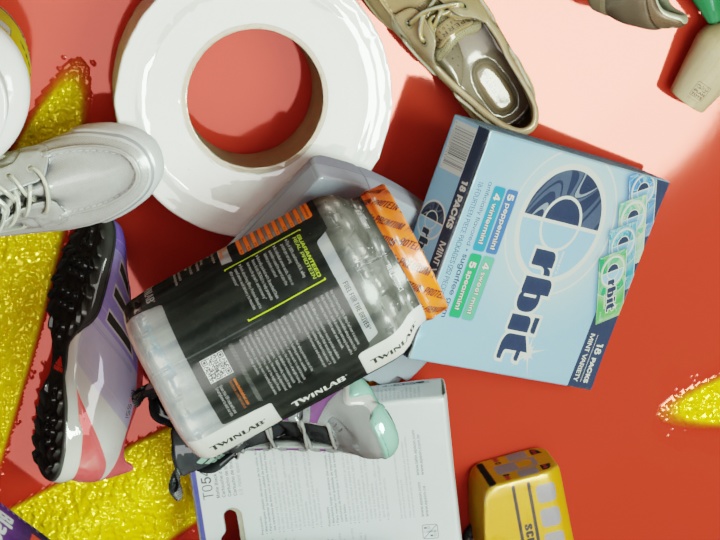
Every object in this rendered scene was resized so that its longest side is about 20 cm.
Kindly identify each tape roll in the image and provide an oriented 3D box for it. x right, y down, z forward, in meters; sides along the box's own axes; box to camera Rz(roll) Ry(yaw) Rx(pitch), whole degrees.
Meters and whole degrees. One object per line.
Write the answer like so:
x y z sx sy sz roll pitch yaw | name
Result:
-0.078 -0.127 1.534 0.200 0.071 0.205 -2 102 -9 | tape roll

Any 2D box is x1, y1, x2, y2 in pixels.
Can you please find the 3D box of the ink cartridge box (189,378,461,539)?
-0.023 0.188 1.615 0.198 0.041 0.202 -6 109 1 | ink cartridge box

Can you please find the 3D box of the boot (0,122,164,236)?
-0.238 -0.045 1.480 0.198 0.096 0.074 -14 107 19 | boot

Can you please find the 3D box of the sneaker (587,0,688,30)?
0.223 -0.267 1.499 0.075 0.070 0.202 23 116 15 | sneaker

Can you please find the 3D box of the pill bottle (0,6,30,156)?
-0.277 -0.125 1.436 0.110 0.200 0.112 -2 103 -8 | pill bottle

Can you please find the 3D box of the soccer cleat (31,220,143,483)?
-0.190 0.057 1.569 0.073 0.068 0.202 4 99 -34 | soccer cleat

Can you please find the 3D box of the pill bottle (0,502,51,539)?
-0.281 0.226 1.561 0.200 0.111 0.112 39 95 -15 | pill bottle

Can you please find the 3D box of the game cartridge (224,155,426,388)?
0.000 0.000 1.545 0.133 0.041 0.199 -42 132 16 | game cartridge

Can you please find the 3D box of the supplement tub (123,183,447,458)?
-0.049 0.030 1.441 0.199 0.123 0.123 -28 105 0 | supplement tub

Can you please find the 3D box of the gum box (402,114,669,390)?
0.120 -0.009 1.556 0.199 0.044 0.171 11 102 -42 | gum box

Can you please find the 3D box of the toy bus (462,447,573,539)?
0.130 0.246 1.653 0.078 0.065 0.202 -14 104 -7 | toy bus

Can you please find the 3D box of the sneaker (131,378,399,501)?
-0.079 0.116 1.517 0.140 0.199 0.078 -45 139 -25 | sneaker

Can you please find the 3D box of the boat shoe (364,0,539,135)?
0.063 -0.181 1.545 0.071 0.065 0.200 -43 104 2 | boat shoe

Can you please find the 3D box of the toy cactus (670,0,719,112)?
0.293 -0.188 1.573 0.199 0.102 0.166 28 107 -22 | toy cactus
